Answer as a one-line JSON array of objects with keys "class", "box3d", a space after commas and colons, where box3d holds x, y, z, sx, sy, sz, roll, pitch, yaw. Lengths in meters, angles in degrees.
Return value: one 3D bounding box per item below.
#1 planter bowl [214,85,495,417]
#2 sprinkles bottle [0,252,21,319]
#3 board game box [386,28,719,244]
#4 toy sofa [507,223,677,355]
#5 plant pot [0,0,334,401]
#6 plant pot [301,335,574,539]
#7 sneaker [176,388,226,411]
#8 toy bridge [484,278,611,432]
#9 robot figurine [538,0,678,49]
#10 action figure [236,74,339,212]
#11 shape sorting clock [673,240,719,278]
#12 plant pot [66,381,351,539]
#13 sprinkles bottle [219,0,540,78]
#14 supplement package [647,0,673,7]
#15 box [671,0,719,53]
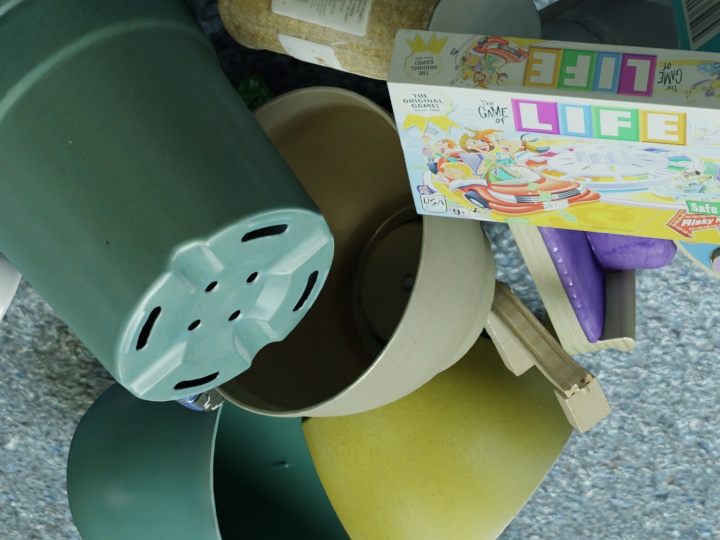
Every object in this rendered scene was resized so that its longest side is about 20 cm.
[{"class": "planter bowl", "box3d": [0.000, 0.000, 1.193, 0.199, 0.202, 0.134, -28, 152, 31]}, {"class": "sprinkles bottle", "box3d": [-0.337, -0.024, 1.336, 0.199, 0.069, 0.068, 29, 132, -20]}, {"class": "board game box", "box3d": [0.120, -0.066, 0.984, 0.198, 0.034, 0.135, 6, 153, 13]}, {"class": "toy sofa", "box3d": [0.139, -0.040, 1.244, 0.097, 0.083, 0.201, -11, 133, 19]}, {"class": "plant pot", "box3d": [-0.128, -0.044, 1.108, 0.199, 0.196, 0.201, -30, 150, -20]}, {"class": "plant pot", "box3d": [0.041, 0.117, 1.359, 0.142, 0.200, 0.200, 40, 130, -4]}, {"class": "sneaker", "box3d": [-0.152, 0.014, 1.308, 0.201, 0.075, 0.079, 54, 154, 14]}, {"class": "toy bridge", "box3d": [0.098, 0.038, 1.265, 0.027, 0.200, 0.067, -35, 123, -10]}, {"class": "robot figurine", "box3d": [0.167, -0.110, 1.108, 0.199, 0.170, 0.113, -27, 138, -19]}, {"class": "action figure", "box3d": [-0.051, -0.043, 1.288, 0.117, 0.055, 0.201, -4, 128, 14]}, {"class": "shape sorting clock", "box3d": [0.292, -0.052, 1.238, 0.198, 0.039, 0.201, 2, 134, 2]}, {"class": "plant pot", "box3d": [-0.117, 0.150, 1.401, 0.160, 0.201, 0.201, -4, 136, 31]}, {"class": "sprinkles bottle", "box3d": [0.007, -0.144, 1.088, 0.199, 0.068, 0.068, 20, 149, 41]}, {"class": "supplement package", "box3d": [0.153, -0.228, 1.026, 0.198, 0.118, 0.117, 13, 137, -5]}, {"class": "box", "box3d": [0.249, -0.096, 1.015, 0.199, 0.083, 0.049, 29, 132, -32]}]
